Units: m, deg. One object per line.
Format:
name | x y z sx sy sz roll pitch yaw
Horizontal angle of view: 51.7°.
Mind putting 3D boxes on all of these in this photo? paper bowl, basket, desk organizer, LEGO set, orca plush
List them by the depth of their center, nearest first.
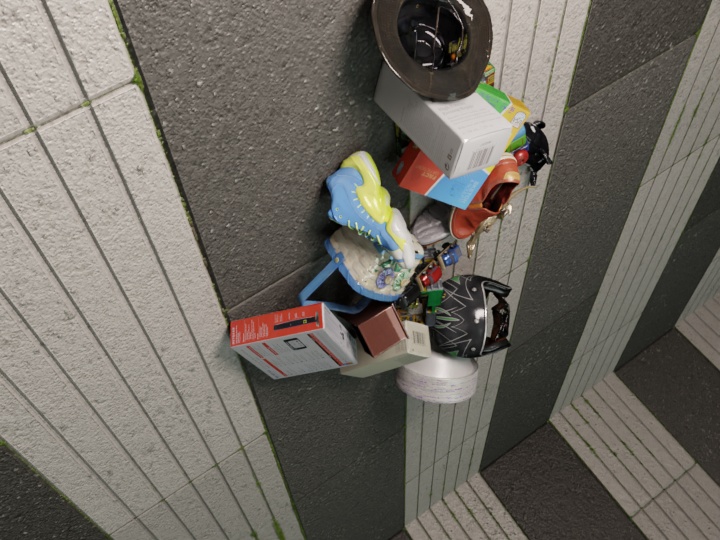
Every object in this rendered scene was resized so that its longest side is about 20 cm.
basket | 0.000 0.000 1.303 0.200 0.141 0.174 -44 152 26
desk organizer | 0.020 0.104 1.423 0.076 0.073 0.200 -29 -171 -10
orca plush | 0.347 -0.221 1.478 0.104 0.071 0.201 -37 150 -6
LEGO set | 0.099 0.033 1.526 0.149 0.118 0.202 -10 147 4
paper bowl | 0.180 0.222 1.751 0.197 0.198 0.107 -9 112 -41

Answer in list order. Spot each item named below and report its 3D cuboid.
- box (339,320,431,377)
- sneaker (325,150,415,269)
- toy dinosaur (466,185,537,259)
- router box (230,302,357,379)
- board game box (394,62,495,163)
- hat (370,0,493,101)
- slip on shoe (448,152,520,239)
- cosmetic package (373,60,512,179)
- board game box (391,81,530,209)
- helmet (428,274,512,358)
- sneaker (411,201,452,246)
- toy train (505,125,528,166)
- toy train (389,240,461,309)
box | 0.048 0.166 1.548 0.197 0.070 0.081 -22 154 38
sneaker | 0.010 -0.081 1.186 0.103 0.204 0.076 -26 179 11
toy dinosaur | 0.261 -0.115 1.441 0.200 0.058 0.101 -47 172 0
router box | -0.116 0.133 1.351 0.175 0.050 0.201 -11 153 13
board game box | 0.142 -0.259 1.244 0.197 0.024 0.106 -33 152 -14
hat | 0.085 -0.323 1.023 0.196 0.080 0.207 0 90 -30
slip on shoe | 0.217 -0.118 1.318 0.072 0.062 0.201 4 142 -28
cosmetic package | 0.115 -0.228 1.072 0.100 0.201 0.075 -19 146 -31
board game box | 0.164 -0.209 1.221 0.150 0.041 0.202 14 123 -31
helmet | 0.240 0.102 1.657 0.187 0.202 0.203 -1 133 -35
sneaker | 0.189 -0.094 1.458 0.198 0.078 0.113 -35 149 -9
toy train | 0.201 -0.211 1.306 0.197 0.086 0.116 -28 151 -2
toy train | 0.128 0.007 1.398 0.199 0.045 0.035 -42 121 -28
